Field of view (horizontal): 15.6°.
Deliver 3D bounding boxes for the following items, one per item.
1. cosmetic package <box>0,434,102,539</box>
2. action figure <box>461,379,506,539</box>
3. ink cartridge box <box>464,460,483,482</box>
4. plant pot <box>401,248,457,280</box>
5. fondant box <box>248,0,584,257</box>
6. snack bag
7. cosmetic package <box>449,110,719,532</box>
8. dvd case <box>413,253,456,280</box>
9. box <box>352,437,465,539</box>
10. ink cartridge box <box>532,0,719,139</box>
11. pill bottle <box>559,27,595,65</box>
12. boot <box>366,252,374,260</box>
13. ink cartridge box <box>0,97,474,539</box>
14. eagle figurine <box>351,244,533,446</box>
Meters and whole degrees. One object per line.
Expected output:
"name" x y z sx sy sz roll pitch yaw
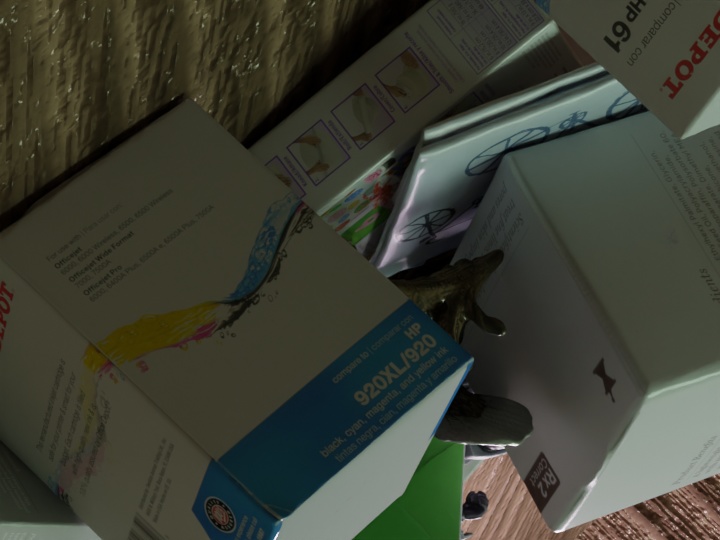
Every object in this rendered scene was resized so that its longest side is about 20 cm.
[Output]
"cosmetic package" -0.182 0.140 1.363 0.200 0.090 0.107 8 125 -53
"action figure" 0.050 0.105 1.659 0.069 0.130 0.200 -16 171 -27
"ink cartridge box" 0.081 0.054 1.891 0.200 0.086 0.147 -52 -166 20
"plant pot" 0.033 0.049 1.817 0.200 0.027 0.200 -54 -168 17
"fondant box" 0.026 -0.081 1.469 0.200 0.058 0.144 -40 166 4
"snack bag" 0.097 -0.065 1.480 0.188 0.021 0.200 -23 165 -16
"cosmetic package" 0.176 0.017 1.483 0.200 0.165 0.165 -16 154 -25
"dvd case" 0.122 -0.014 1.626 0.200 0.018 0.143 -23 167 -8
"box" -0.046 0.173 1.601 0.177 0.199 0.097 99 -2 -54
"ink cartridge box" 0.144 -0.185 1.273 0.085 0.200 0.145 -26 156 -54
"pill bottle" 0.124 -0.095 1.642 0.114 0.114 0.200 -41 165 -17
"boot" 0.000 0.000 1.658 0.076 0.074 0.200 -53 165 -10
"ink cartridge box" -0.077 0.050 1.295 0.145 0.200 0.147 -39 164 -32
"eagle figurine" 0.005 0.059 1.466 0.200 0.152 0.151 -51 -164 44
